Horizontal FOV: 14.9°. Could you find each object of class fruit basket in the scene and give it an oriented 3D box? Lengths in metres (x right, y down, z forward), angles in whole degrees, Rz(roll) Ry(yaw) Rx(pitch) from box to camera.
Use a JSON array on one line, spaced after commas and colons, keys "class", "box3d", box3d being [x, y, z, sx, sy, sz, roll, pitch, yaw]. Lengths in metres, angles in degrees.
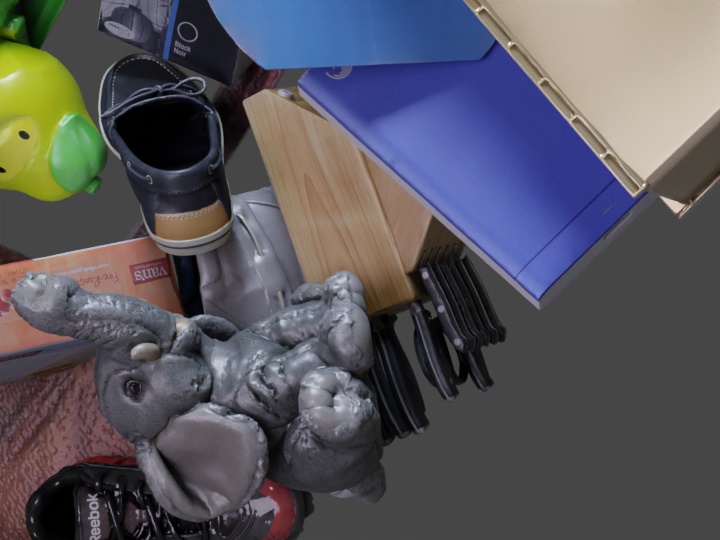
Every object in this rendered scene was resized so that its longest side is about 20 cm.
[{"class": "fruit basket", "box3d": [-0.262, -0.120, 1.794, 0.215, 0.155, 0.216, -7, 80, 44]}]

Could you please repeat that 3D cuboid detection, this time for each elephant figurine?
[{"class": "elephant figurine", "box3d": [-0.091, 0.071, 1.610, 0.199, 0.142, 0.156, -8, 85, -2]}]

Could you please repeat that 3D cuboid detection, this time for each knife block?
[{"class": "knife block", "box3d": [0.000, 0.000, 1.690, 0.200, 0.064, 0.176, 28, 108, 24]}]

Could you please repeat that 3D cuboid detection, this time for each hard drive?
[{"class": "hard drive", "box3d": [0.079, -0.088, 1.617, 0.132, 0.025, 0.200, -43, 70, -12]}]

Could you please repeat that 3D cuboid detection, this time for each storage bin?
[{"class": "storage bin", "box3d": [0.175, -0.171, 1.531, 0.200, 0.094, 0.199, -44, 73, 15]}]

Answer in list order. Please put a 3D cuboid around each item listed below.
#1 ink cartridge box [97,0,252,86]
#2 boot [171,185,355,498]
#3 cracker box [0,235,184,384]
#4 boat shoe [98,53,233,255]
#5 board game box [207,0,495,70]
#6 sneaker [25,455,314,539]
[{"class": "ink cartridge box", "box3d": [-0.099, -0.215, 1.685, 0.099, 0.039, 0.200, 23, 130, 12]}, {"class": "boot", "box3d": [-0.062, 0.051, 1.704, 0.074, 0.095, 0.201, -32, 73, 59]}, {"class": "cracker box", "box3d": [-0.213, 0.033, 1.732, 0.200, 0.134, 0.058, -22, 81, 59]}, {"class": "boat shoe", "box3d": [-0.121, -0.086, 1.702, 0.074, 0.200, 0.062, -13, 126, -6]}, {"class": "board game box", "box3d": [-0.007, -0.191, 1.626, 0.039, 0.199, 0.159, 140, 124, -69]}, {"class": "sneaker", "box3d": [-0.130, 0.156, 1.765, 0.200, 0.098, 0.071, -1, 93, 29]}]
